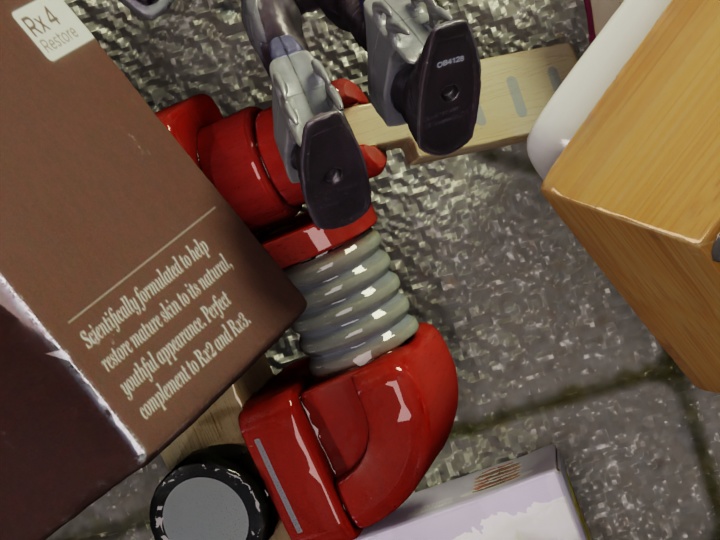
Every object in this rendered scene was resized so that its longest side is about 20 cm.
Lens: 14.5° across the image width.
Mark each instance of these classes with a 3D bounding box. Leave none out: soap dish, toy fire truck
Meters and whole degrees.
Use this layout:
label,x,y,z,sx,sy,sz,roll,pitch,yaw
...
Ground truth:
label,x,y,z,sx,sy,sz,roll,pitch,yaw
soap dish,0.153,-0.045,1.007,0.081,0.200,0.157,35,85,31
toy fire truck,0.000,0.000,1.090,0.200,0.129,0.176,-22,97,18

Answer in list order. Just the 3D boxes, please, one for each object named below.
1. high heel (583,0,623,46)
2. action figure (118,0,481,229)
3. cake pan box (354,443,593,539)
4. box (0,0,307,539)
label,x,y,z,sx,sy,sz,roll,pitch,yaw
high heel,0.121,-0.111,1.097,0.067,0.096,0.201,9,82,27
action figure,-0.023,-0.106,1.042,0.130,0.200,0.069,-25,134,-7
cake pan box,0.020,0.188,1.142,0.200,0.052,0.185,-19,95,7
box,-0.162,0.029,0.981,0.200,0.166,0.164,-38,92,25
